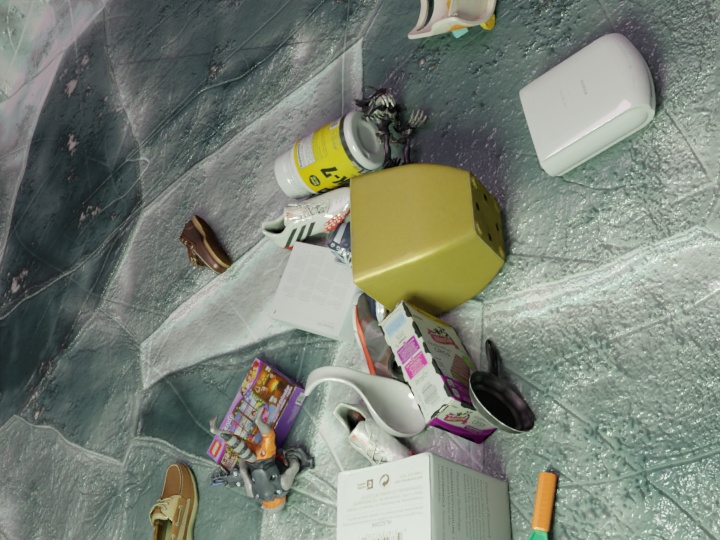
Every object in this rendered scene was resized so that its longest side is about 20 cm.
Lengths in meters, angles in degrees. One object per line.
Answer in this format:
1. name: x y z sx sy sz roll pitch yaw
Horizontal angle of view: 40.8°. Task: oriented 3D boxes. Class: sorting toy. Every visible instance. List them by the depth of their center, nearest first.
1. sorting toy: 0.160 -0.503 1.789 0.179 0.106 0.203 -7 65 49

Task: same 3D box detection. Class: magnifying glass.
1. magnifying glass: 0.238 0.372 1.300 0.078 0.022 0.203 7 67 15

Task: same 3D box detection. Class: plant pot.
1. plant pot: 0.116 -0.055 1.534 0.198 0.194 0.198 -17 57 28

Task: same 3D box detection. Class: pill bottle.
1. pill bottle: -0.060 -0.213 1.828 0.198 0.114 0.116 -22 55 35

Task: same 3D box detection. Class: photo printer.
1. photo printer: 0.353 -0.260 1.494 0.199 0.069 0.168 -30 51 29

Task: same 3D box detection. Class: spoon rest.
1. spoon rest: 0.015 0.197 1.501 0.100 0.198 0.061 -79 13 -46

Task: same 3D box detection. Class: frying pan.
1. frying pan: 0.185 0.166 1.405 0.031 0.114 0.191 -54 42 24

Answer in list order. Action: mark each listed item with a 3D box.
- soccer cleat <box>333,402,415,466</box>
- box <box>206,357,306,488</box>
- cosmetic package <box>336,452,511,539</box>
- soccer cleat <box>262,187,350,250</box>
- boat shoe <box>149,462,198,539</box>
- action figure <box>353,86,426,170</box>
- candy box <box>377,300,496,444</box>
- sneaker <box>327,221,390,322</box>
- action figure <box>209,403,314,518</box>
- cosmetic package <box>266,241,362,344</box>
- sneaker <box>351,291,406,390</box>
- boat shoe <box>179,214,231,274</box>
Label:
1. soccer cleat: 0.026 0.276 1.517 0.069 0.085 0.200 -52 44 9
2. box: -0.188 0.276 1.751 0.136 0.039 0.202 26 89 48
3. cosmetic package: 0.088 0.364 1.328 0.166 0.199 0.169 -20 58 34
4. soccer cleat: -0.098 -0.103 1.816 0.199 0.085 0.069 -27 53 31
5. boat shoe: -0.348 0.453 1.787 0.075 0.074 0.202 -27 53 30
6. action figure: 0.060 -0.268 1.748 0.102 0.118 0.202 -39 55 44
7. candy box: 0.121 0.151 1.454 0.061 0.136 0.201 -45 46 18
8. sneaker: 0.000 0.000 1.632 0.107 0.070 0.203 -6 61 9
9. action figure: -0.190 0.332 1.626 0.198 0.195 0.105 -21 17 18
10. cosmetic package: -0.067 0.038 1.751 0.198 0.051 0.153 12 75 45
11. sneaker: 0.037 0.120 1.614 0.081 0.077 0.202 -16 57 7
12. boat shoe: -0.327 -0.040 2.025 0.070 0.070 0.200 -46 36 5
